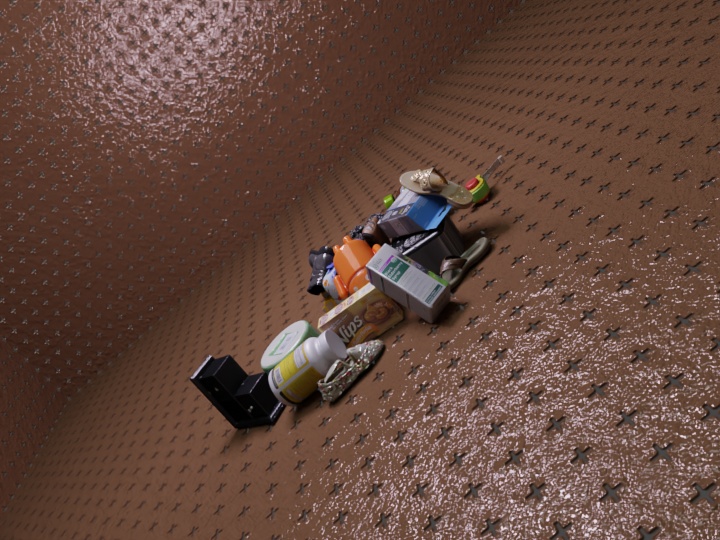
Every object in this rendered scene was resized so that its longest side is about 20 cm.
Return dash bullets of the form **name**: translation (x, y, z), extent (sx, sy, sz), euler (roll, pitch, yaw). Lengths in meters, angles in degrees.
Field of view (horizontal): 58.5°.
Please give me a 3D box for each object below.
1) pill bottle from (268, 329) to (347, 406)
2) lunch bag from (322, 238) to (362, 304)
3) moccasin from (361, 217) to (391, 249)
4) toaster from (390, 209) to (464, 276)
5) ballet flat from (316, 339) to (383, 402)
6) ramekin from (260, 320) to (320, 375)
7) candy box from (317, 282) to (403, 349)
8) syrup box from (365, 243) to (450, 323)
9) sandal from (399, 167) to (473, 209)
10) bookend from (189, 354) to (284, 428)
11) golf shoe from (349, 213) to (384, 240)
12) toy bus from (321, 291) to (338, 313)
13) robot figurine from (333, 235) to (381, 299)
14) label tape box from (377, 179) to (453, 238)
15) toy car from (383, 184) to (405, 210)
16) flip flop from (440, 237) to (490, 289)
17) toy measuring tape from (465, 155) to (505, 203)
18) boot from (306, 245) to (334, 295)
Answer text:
- **pill bottle**: translation (-0.130, 0.243, 1.621), extent (0.199, 0.112, 0.113), euler (-40, 18, 19)
- **lunch bag**: translation (-0.017, 0.018, 1.838), extent (0.075, 0.161, 0.201), euler (-22, 26, 45)
- **moccasin**: translation (0.065, -0.064, 1.805), extent (0.072, 0.203, 0.079), euler (5, 52, 40)
- **toaster**: translation (0.179, -0.068, 1.705), extent (0.198, 0.119, 0.182), euler (-34, 21, 21)
- **ballet flat**: translation (-0.025, 0.229, 1.547), extent (0.200, 0.064, 0.075), euler (-46, 19, -14)
- **ramekin**: translation (-0.185, 0.235, 1.789), extent (0.198, 0.098, 0.201), euler (-36, 19, 15)
- **candy box**: translation (0.000, 0.124, 1.644), extent (0.198, 0.116, 0.056), euler (-35, 19, 17)
- **syrup box**: translation (0.112, 0.029, 1.520), extent (0.198, 0.082, 0.079), euler (34, 68, 26)
- **sandal**: translation (0.193, -0.229, 1.629), extent (0.209, 0.070, 0.078), euler (27, 60, 24)
- **bookend**: translation (-0.324, 0.317, 1.731), extent (0.198, 0.200, 0.093), euler (-20, 25, 45)
- **golf shoe**: translation (0.054, -0.124, 1.974), extent (0.198, 0.093, 0.080), euler (-17, 75, 52)
- **toy bus**: translation (-0.060, 0.059, 1.930), extent (0.064, 0.079, 0.200), euler (-30, 7, 27)
- **robot figurine**: translation (0.001, -0.001, 1.709), extent (0.141, 0.118, 0.202), euler (-18, 53, -21)
- **label tape box**: translation (0.153, -0.166, 1.687), extent (0.145, 0.064, 0.198), euler (-52, 21, -27)
- **toy car**: translation (0.165, -0.170, 1.871), extent (0.162, 0.160, 0.201), euler (-26, 16, 11)
- **flip flop**: translation (0.236, -0.018, 1.579), extent (0.200, 0.058, 0.081), euler (-43, 19, -5)
- **toy measuring tape**: translation (0.358, -0.254, 1.836), extent (0.200, 0.074, 0.073), euler (-46, 20, -11)
- **boot**: translation (-0.131, 0.010, 1.910), extent (0.200, 0.068, 0.135), euler (142, 146, -73)
